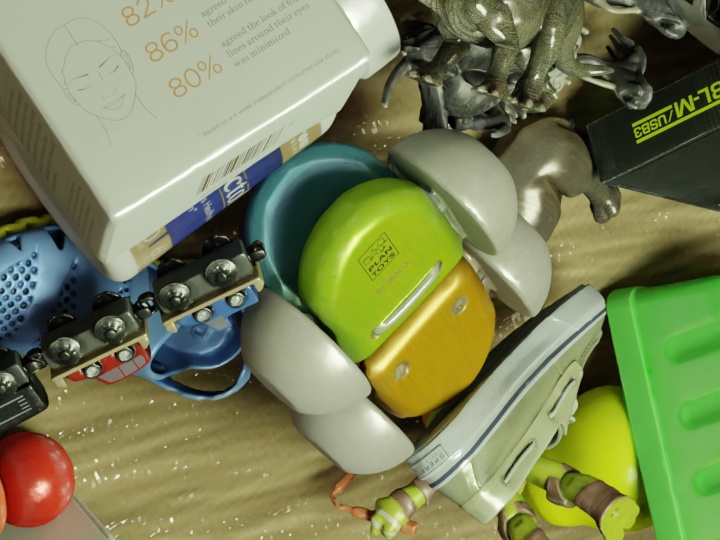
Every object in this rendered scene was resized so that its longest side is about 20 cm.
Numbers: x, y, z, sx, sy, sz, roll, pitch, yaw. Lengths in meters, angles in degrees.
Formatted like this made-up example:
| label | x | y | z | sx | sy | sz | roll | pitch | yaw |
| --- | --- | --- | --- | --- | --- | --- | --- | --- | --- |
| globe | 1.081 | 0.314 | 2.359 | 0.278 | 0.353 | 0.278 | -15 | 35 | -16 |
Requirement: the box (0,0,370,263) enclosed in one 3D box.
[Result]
| label | x | y | z | sx | sy | sz | roll | pitch | yaw |
| --- | --- | --- | --- | --- | --- | --- | --- | --- | --- |
| box | -0.116 | -0.134 | 1.332 | 0.152 | 0.201 | 0.106 | -32 | 175 | -13 |

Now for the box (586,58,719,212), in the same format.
| label | x | y | z | sx | sy | sz | roll | pitch | yaw |
| --- | --- | --- | --- | --- | --- | --- | --- | --- | --- |
| box | 0.269 | -0.093 | 1.647 | 0.193 | 0.048 | 0.199 | -28 | 157 | 33 |

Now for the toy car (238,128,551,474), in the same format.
| label | x | y | z | sx | sy | sz | roll | pitch | yaw |
| --- | --- | --- | --- | --- | --- | --- | --- | --- | --- |
| toy car | 0.000 | 0.000 | 1.534 | 0.175 | 0.150 | 0.200 | -47 | 150 | -7 |

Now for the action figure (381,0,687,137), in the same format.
| label | x | y | z | sx | sy | sz | roll | pitch | yaw |
| --- | --- | --- | --- | --- | --- | --- | --- | --- | --- |
| action figure | 0.082 | -0.131 | 1.550 | 0.199 | 0.102 | 0.119 | -6 | 125 | -34 |

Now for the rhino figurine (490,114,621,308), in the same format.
| label | x | y | z | sx | sy | sz | roll | pitch | yaw |
| --- | --- | --- | --- | --- | --- | --- | --- | --- | --- |
| rhino figurine | 0.077 | -0.010 | 1.650 | 0.200 | 0.060 | 0.087 | -53 | 137 | 7 |

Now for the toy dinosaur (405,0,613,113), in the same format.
| label | x | y | z | sx | sy | sz | roll | pitch | yaw |
| --- | --- | --- | --- | --- | --- | --- | --- | --- | --- |
| toy dinosaur | 0.082 | -0.138 | 1.434 | 0.199 | 0.077 | 0.103 | 11 | 92 | -37 |

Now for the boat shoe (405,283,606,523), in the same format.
| label | x | y | z | sx | sy | sz | roll | pitch | yaw |
| --- | --- | --- | --- | --- | --- | --- | --- | --- | --- |
| boat shoe | 0.096 | 0.080 | 1.630 | 0.062 | 0.072 | 0.200 | 50 | 47 | -4 |

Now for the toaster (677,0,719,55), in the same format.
| label | x | y | z | sx | sy | sz | roll | pitch | yaw |
| --- | --- | --- | --- | --- | --- | --- | --- | --- | --- |
| toaster | 0.260 | -0.203 | 1.622 | 0.129 | 0.114 | 0.201 | -9 | 126 | -26 |

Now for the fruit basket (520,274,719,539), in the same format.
| label | x | y | z | sx | sy | sz | roll | pitch | yaw |
| --- | --- | --- | --- | --- | --- | --- | --- | --- | --- |
| fruit basket | 0.206 | 0.114 | 1.757 | 0.155 | 0.216 | 0.217 | 9 | 112 | -41 |

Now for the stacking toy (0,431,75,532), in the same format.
| label | x | y | z | sx | sy | sz | roll | pitch | yaw |
| --- | --- | --- | --- | --- | --- | --- | --- | --- | --- |
| stacking toy | -0.248 | 0.133 | 1.508 | 0.199 | 0.085 | 0.086 | -18 | 127 | -33 |

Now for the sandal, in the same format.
| label | x | y | z | sx | sy | sz | roll | pitch | yaw |
| --- | --- | --- | --- | --- | --- | --- | --- | --- | --- |
| sandal | -0.131 | 0.025 | 1.510 | 0.199 | 0.087 | 0.080 | 9 | 114 | -36 |

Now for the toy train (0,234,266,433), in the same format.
| label | x | y | z | sx | sy | sz | roll | pitch | yaw |
| --- | --- | --- | --- | --- | --- | --- | --- | --- | --- |
| toy train | -0.135 | 0.039 | 1.452 | 0.199 | 0.034 | 0.046 | -27 | 122 | 8 |

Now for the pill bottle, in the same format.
| label | x | y | z | sx | sy | sz | roll | pitch | yaw |
| --- | --- | --- | --- | --- | --- | --- | --- | --- | --- |
| pill bottle | -0.084 | -0.096 | 1.445 | 0.200 | 0.116 | 0.116 | -37 | 132 | -9 |

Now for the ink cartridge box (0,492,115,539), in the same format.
| label | x | y | z | sx | sy | sz | roll | pitch | yaw |
| --- | --- | --- | --- | --- | --- | --- | --- | --- | --- |
| ink cartridge box | -0.204 | 0.240 | 1.594 | 0.200 | 0.084 | 0.146 | -39 | 133 | -8 |

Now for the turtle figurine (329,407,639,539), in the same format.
| label | x | y | z | sx | sy | sz | roll | pitch | yaw |
| --- | --- | --- | --- | --- | --- | --- | --- | --- | --- |
| turtle figurine | 0.093 | 0.114 | 1.677 | 0.200 | 0.161 | 0.065 | -32 | 143 | -26 |
